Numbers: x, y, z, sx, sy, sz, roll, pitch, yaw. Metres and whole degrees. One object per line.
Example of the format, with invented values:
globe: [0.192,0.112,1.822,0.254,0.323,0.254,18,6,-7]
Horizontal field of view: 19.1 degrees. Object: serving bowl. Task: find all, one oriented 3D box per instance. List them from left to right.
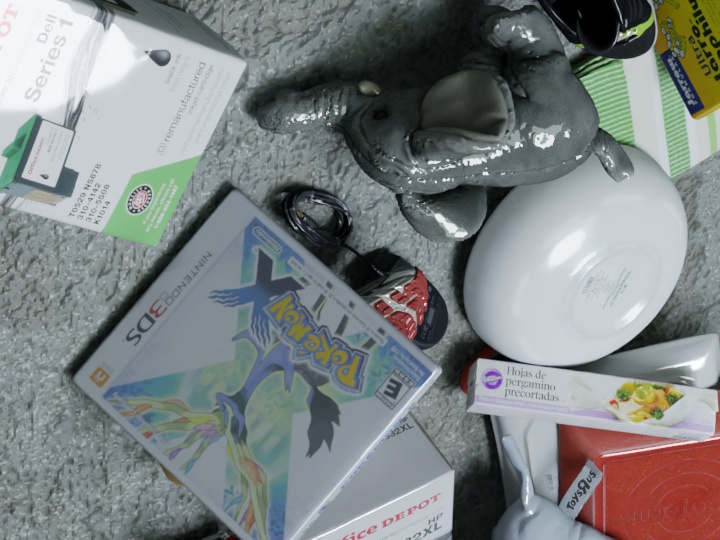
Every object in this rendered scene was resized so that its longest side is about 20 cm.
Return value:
serving bowl: [0.182,0.001,1.691,0.200,0.066,0.200,-18,130,-22]

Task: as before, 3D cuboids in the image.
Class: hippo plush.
hippo plush: [0.152,0.276,1.734,0.159,0.161,0.200,18,128,2]

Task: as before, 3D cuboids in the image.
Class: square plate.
square plate: [0.215,0.156,1.803,0.198,0.028,0.200,-13,126,-2]

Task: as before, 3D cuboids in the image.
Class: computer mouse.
computer mouse: [0.000,0.000,1.609,0.200,0.034,0.059,43,54,-38]

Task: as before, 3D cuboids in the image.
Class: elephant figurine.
elephant figurine: [0.059,-0.092,1.508,0.200,0.155,0.142,-32,115,-28]

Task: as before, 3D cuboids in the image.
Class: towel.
towel: [0.228,-0.129,1.697,0.200,0.023,0.153,-30,132,-18]

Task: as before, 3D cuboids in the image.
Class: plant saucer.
plant saucer: [0.269,0.194,1.801,0.199,0.037,0.200,-8,126,-5]

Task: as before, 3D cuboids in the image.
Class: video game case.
video game case: [-0.075,0.073,1.504,0.182,0.200,0.022,-49,167,2]

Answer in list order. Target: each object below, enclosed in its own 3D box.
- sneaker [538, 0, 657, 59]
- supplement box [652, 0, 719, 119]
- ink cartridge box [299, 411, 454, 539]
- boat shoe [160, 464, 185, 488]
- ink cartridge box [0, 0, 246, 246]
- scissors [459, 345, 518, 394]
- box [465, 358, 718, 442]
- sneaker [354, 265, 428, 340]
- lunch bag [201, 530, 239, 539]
sneaker: [0.161,-0.182,1.525,0.072,0.083,0.200,-20,152,21]
supplement box: [0.302,-0.201,1.565,0.109,0.200,0.110,-27,88,-19]
ink cartridge box: [-0.007,0.220,1.689,0.145,0.084,0.200,-23,141,-20]
boat shoe: [-0.056,0.110,1.618,0.200,0.071,0.069,-28,163,-4]
ink cartridge box: [-0.196,-0.113,1.360,0.200,0.084,0.146,15,109,-41]
scissors: [0.168,0.048,1.773,0.200,0.014,0.073,-38,131,-7]
box: [0.186,0.105,1.720,0.200,0.041,0.039,7,75,-4]
sneaker: [-0.043,0.047,1.558,0.200,0.082,0.078,-28,146,-1]
lunch bag: [-0.095,0.299,1.624,0.082,0.200,0.176,-13,126,-23]
